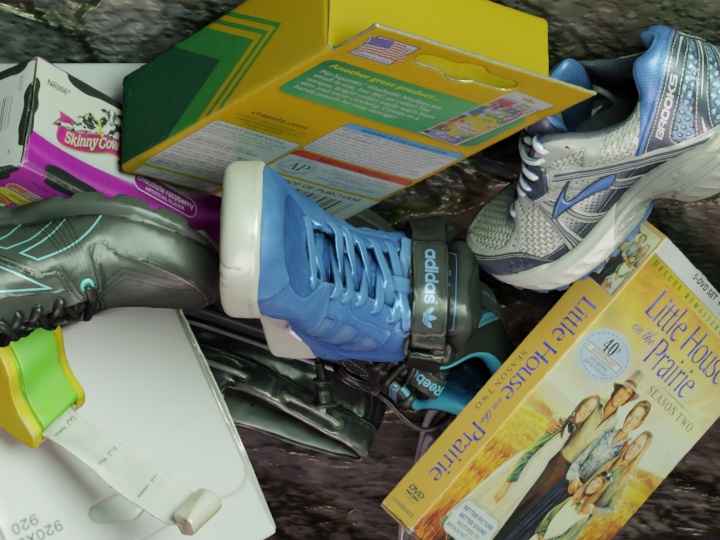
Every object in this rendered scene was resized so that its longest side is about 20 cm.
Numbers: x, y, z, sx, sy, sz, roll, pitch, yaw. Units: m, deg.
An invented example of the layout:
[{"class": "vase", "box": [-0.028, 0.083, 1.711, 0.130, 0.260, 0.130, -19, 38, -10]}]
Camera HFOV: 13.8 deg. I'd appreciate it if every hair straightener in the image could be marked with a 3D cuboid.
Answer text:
[{"class": "hair straightener", "box": [-0.012, 0.042, 1.616, 0.199, 0.077, 0.041, 24, 169, -40]}]

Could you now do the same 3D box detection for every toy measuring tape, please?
[{"class": "toy measuring tape", "box": [-0.148, 0.050, 1.416, 0.199, 0.074, 0.074, 33, 162, 18]}]

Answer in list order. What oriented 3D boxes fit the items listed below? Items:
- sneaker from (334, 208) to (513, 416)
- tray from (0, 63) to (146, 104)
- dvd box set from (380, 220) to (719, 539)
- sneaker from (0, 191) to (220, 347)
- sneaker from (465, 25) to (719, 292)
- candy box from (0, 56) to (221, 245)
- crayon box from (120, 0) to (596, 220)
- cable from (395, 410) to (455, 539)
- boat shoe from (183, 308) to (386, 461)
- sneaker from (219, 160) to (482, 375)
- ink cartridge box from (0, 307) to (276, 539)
[{"class": "sneaker", "box": [0.013, 0.024, 1.541, 0.199, 0.082, 0.073, 20, 120, -39]}, {"class": "tray", "box": [-0.164, -0.068, 1.474, 0.199, 0.022, 0.108, 1, 154, 11]}, {"class": "dvd box set", "box": [0.117, 0.082, 1.559, 0.029, 0.200, 0.146, 42, 180, 40]}, {"class": "sneaker", "box": [-0.161, 0.007, 1.372, 0.199, 0.080, 0.076, 5, 155, -2]}, {"class": "sneaker", "box": [0.104, -0.060, 1.388, 0.085, 0.077, 0.200, 29, 141, -23]}, {"class": "candy box", "box": [-0.178, -0.028, 1.464, 0.199, 0.061, 0.136, -17, 147, 39]}, {"class": "crayon box", "box": [-0.004, -0.084, 1.352, 0.125, 0.052, 0.200, 14, 156, -34]}, {"class": "cable", "box": [0.063, 0.168, 1.718, 0.069, 0.200, 0.201, 7, 118, -5]}, {"class": "boat shoe", "box": [-0.080, 0.057, 1.657, 0.199, 0.071, 0.072, 12, 157, 4]}, {"class": "sneaker", "box": [0.000, -0.001, 1.387, 0.110, 0.077, 0.200, 1, 163, 9]}, {"class": "ink cartridge box", "box": [-0.167, 0.109, 1.569, 0.147, 0.145, 0.200, -26, -175, -28]}]
